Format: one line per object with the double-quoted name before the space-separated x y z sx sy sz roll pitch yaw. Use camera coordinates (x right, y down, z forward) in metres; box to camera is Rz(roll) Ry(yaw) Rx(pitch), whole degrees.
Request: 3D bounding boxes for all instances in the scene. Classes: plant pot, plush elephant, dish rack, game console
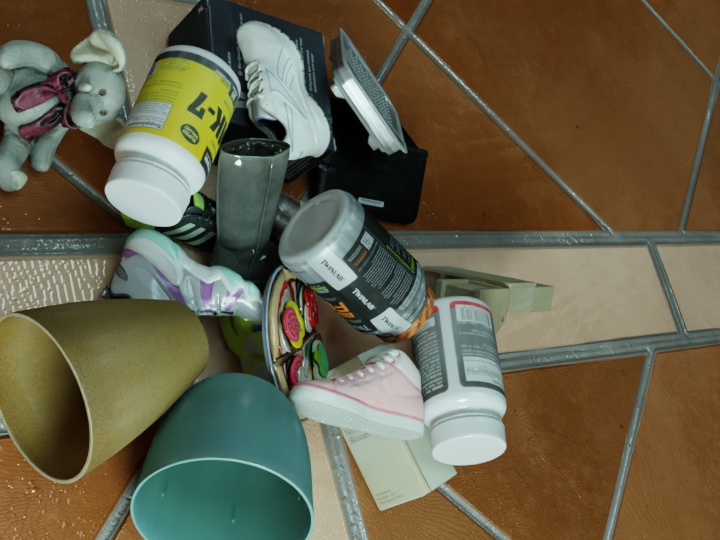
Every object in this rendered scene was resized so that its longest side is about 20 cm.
"plant pot" -0.147 0.215 1.236 0.200 0.201 0.161 32 35 -24
"plush elephant" -0.350 -0.201 1.289 0.200 0.154 0.165 -70 158 -53
"plant pot" -0.270 0.104 1.188 0.200 0.186 0.187 -24 85 -45
"dish rack" 0.003 -0.259 1.607 0.172 0.043 0.200 53 15 -25
"game console" -0.007 -0.173 1.678 0.200 0.116 0.176 7 93 -37

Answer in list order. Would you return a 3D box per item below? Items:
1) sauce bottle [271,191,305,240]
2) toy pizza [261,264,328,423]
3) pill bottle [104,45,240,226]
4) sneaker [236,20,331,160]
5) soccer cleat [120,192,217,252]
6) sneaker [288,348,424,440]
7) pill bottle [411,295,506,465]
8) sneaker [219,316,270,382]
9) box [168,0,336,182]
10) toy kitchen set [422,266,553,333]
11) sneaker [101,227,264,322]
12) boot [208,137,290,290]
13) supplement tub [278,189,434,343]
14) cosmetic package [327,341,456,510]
"sauce bottle" -0.096 -0.069 1.514 0.200 0.065 0.065 34 50 -23
"toy pizza" -0.076 0.091 1.367 0.200 0.032 0.201 -8 90 -76
"pill bottle" -0.226 -0.161 1.306 0.114 0.114 0.200 31 60 -25
"sneaker" -0.113 -0.235 1.421 0.087 0.074 0.200 -24 84 -39
"soccer cleat" -0.211 -0.070 1.404 0.200 0.081 0.068 11 61 -36
"sneaker" -0.001 0.140 1.343 0.200 0.075 0.105 20 64 -34
"pill bottle" 0.129 0.145 1.423 0.114 0.114 0.200 19 51 -32
"sneaker" -0.106 0.119 1.399 0.105 0.076 0.200 -6 71 -43
"box" -0.153 -0.250 1.522 0.200 0.117 0.197 12 62 -37
"toy kitchen set" 0.161 0.093 1.641 0.200 0.163 0.181 -1 101 -49
"sneaker" -0.219 0.051 1.326 0.200 0.078 0.140 27 71 0
"boot" -0.120 -0.074 1.410 0.182 0.072 0.201 -11 118 -44
"supplement tub" 0.000 0.000 1.396 0.200 0.122 0.123 43 46 -31
"cosmetic package" 0.034 0.207 1.453 0.073 0.103 0.200 -23 83 -45
